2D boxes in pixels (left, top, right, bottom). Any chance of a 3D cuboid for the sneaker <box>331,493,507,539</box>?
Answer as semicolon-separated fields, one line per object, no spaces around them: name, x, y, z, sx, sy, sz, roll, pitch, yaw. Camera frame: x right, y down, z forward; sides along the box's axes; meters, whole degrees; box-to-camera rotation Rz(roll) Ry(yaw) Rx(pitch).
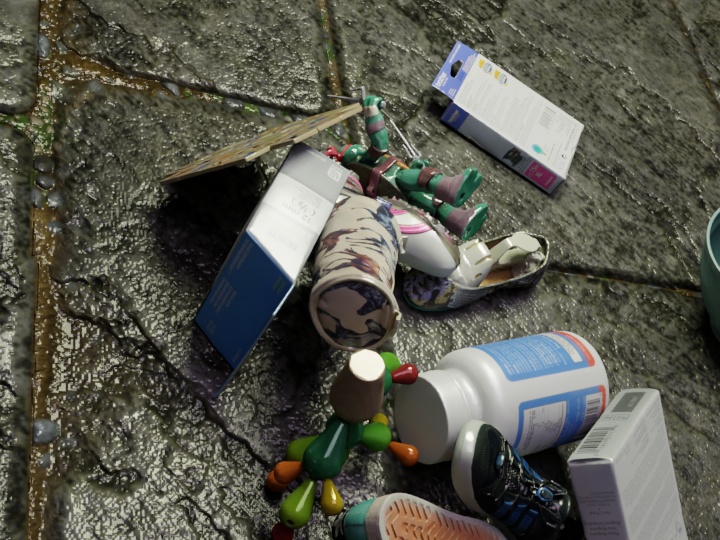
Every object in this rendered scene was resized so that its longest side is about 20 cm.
sneaker;0.060;0.245;1.002;0.199;0.079;0.072;35;57;-32

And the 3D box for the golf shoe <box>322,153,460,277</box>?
golf shoe;0.007;-0.037;1.190;0.198;0.073;0.093;28;70;10

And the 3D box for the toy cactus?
toy cactus;-0.005;0.133;0.981;0.102;0.166;0.200;37;54;16

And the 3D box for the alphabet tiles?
alphabet tiles;-0.097;-0.123;1.124;0.166;0.199;0.006;-33;107;-43

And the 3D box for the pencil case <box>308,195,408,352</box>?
pencil case;0.000;0.000;1.058;0.088;0.079;0.201;3;25;1

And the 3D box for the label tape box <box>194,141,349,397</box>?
label tape box;-0.092;-0.003;1.051;0.066;0.144;0.201;32;45;-5

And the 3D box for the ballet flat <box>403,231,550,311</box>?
ballet flat;0.132;-0.009;1.245;0.199;0.072;0.073;-12;62;-37

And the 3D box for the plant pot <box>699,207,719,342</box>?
plant pot;0.489;0.027;1.364;0.197;0.135;0.202;3;46;-3

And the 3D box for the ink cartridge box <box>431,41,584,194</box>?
ink cartridge box;0.179;-0.193;1.439;0.199;0.042;0.120;35;45;-6

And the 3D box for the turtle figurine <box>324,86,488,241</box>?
turtle figurine;0.041;-0.110;1.249;0.199;0.101;0.150;32;-2;28

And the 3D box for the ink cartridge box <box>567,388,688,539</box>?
ink cartridge box;0.260;0.235;1.090;0.162;0.056;0.203;-32;115;-56

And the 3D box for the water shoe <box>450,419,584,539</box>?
water shoe;0.145;0.192;1.016;0.200;0.078;0.072;52;46;-45

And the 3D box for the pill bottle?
pill bottle;0.134;0.125;1.107;0.198;0.112;0.113;-6;58;-35
